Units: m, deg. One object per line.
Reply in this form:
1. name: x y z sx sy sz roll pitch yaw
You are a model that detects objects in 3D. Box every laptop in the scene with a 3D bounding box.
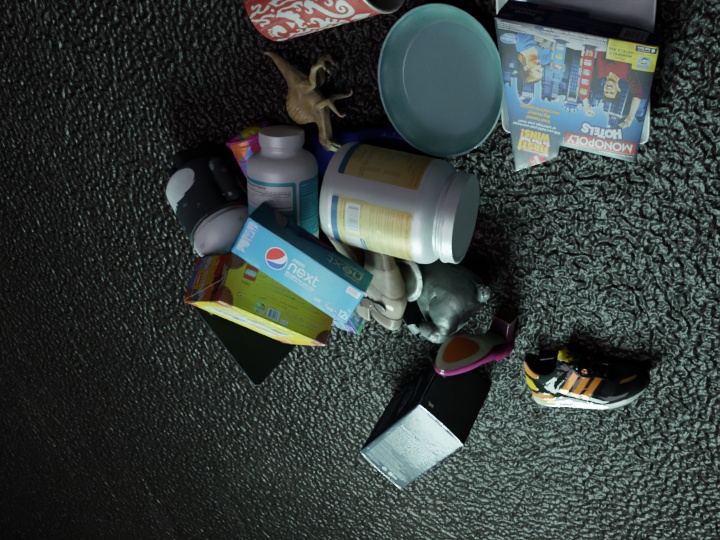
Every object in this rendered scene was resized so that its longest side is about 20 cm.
1. laptop: -0.190 0.071 1.553 0.102 0.200 0.179 -35 105 4

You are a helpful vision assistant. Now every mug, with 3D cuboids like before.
1. mug: -0.048 -0.402 1.196 0.197 0.182 0.132 -7 156 40

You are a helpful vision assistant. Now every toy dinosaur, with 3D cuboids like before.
1. toy dinosaur: -0.076 -0.268 1.315 0.101 0.058 0.202 -38 80 25

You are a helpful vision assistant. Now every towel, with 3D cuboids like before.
1. towel: 0.027 -0.156 1.368 0.196 0.050 0.150 -1 128 33

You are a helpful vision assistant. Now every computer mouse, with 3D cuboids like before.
1. computer mouse: 0.104 0.103 1.442 0.034 0.201 0.059 -38 128 4

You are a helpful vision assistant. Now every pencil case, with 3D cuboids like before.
1. pencil case: -0.142 -0.139 1.458 0.087 0.089 0.203 -6 119 34

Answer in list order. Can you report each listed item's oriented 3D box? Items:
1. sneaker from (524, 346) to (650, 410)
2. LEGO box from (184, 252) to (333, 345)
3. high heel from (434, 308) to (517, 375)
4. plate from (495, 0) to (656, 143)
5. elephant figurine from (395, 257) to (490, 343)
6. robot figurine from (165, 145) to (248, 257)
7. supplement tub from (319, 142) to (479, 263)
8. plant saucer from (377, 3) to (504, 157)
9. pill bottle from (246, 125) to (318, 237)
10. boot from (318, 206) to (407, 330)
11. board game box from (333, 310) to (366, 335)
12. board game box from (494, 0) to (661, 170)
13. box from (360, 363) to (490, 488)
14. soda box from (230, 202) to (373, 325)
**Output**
1. sneaker: 0.342 0.159 1.387 0.197 0.070 0.091 -9 121 39
2. LEGO box: -0.156 0.048 1.421 0.197 0.079 0.148 25 166 -29
3. high heel: 0.177 0.138 1.387 0.067 0.198 0.098 34 132 33
4. plate: 0.272 -0.264 1.138 0.196 0.032 0.203 9 127 26
5. elephant figurine: 0.097 0.003 1.394 0.155 0.141 0.201 -42 80 16
6. robot figurine: -0.245 -0.109 1.495 0.124 0.150 0.202 -33 70 4
7. supplement tub: 0.056 -0.092 1.261 0.196 0.145 0.147 14 130 20
8. plant saucer: 0.113 -0.257 1.216 0.197 0.036 0.204 16 118 32
9. pill bottle: -0.117 -0.112 1.367 0.109 0.111 0.204 12 115 24
10. boot: 0.000 0.000 1.392 0.200 0.069 0.149 41 146 44
11. board game box: -0.076 0.037 1.516 0.133 0.035 0.201 18 159 22
12. board game box: 0.259 -0.213 1.120 0.196 0.062 0.203 17 132 20
13. box: 0.111 0.258 1.552 0.104 0.148 0.200 41 135 -3
14. soda box: -0.083 -0.011 1.300 0.198 0.068 0.065 34 116 -1
